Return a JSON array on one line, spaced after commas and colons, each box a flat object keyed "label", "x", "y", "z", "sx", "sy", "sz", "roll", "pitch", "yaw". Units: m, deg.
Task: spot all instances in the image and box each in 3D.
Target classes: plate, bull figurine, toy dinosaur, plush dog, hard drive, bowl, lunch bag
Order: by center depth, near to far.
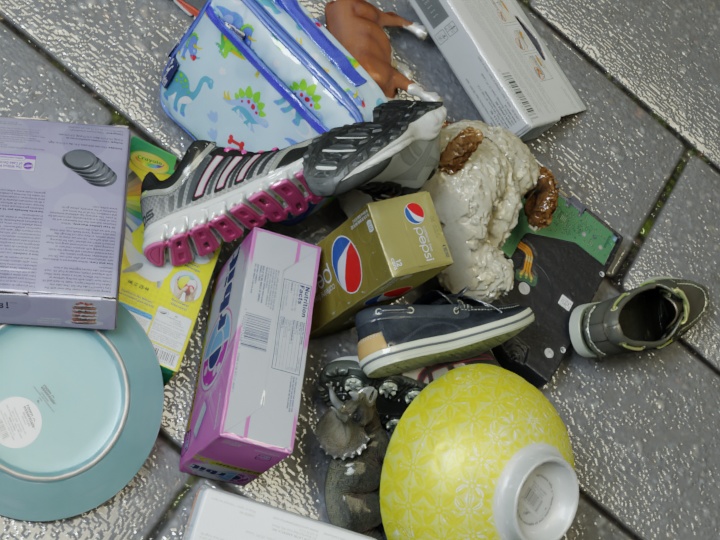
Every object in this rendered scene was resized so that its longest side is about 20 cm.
[{"label": "plate", "x": -0.257, "y": 0.102, "z": 1.170, "sx": 0.198, "sy": 0.026, "sz": 0.202, "roll": 3, "pitch": 82, "yaw": -18}, {"label": "bowl", "x": 0.125, "y": 0.188, "z": 1.248, "sx": 0.199, "sy": 0.107, "sz": 0.202, "roll": -7, "pitch": 101, "yaw": -38}, {"label": "toy dinosaur", "x": 0.004, "y": 0.189, "z": 1.269, "sx": 0.101, "sy": 0.077, "sz": 0.202, "roll": -2, "pitch": 102, "yaw": -23}, {"label": "lunch bag", "x": -0.079, "y": -0.157, "z": 1.305, "sx": 0.200, "sy": 0.161, "sz": 0.082, "roll": 47, "pitch": 36, "yaw": 6}, {"label": "plush dog", "x": 0.100, "y": -0.092, "z": 1.374, "sx": 0.199, "sy": 0.161, "sz": 0.172, "roll": 33, "pitch": 33, "yaw": 14}, {"label": "bull figurine", "x": 0.011, "y": -0.195, "z": 1.411, "sx": 0.121, "sy": 0.065, "sz": 0.201, "roll": 18, "pitch": 45, "yaw": -23}, {"label": "hard drive", "x": 0.168, "y": 0.002, "z": 1.440, "sx": 0.139, "sy": 0.038, "sz": 0.201, "roll": 37, "pitch": 59, "yaw": -8}]

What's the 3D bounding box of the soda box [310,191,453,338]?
[{"label": "soda box", "x": 0.000, "y": 0.000, "z": 1.262, "sx": 0.064, "sy": 0.200, "sz": 0.068, "roll": -14, "pitch": 79, "yaw": -29}]

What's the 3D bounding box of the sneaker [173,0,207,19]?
[{"label": "sneaker", "x": -0.152, "y": -0.293, "z": 1.384, "sx": 0.198, "sy": 0.082, "sz": 0.078, "roll": 14, "pitch": 63, "yaw": -20}]

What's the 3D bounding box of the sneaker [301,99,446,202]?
[{"label": "sneaker", "x": 0.020, "y": -0.088, "z": 1.195, "sx": 0.200, "sy": 0.073, "sz": 0.080, "roll": -31, "pitch": 121, "yaw": -57}]

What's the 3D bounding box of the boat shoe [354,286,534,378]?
[{"label": "boat shoe", "x": 0.077, "y": 0.048, "z": 1.287, "sx": 0.199, "sy": 0.075, "sz": 0.063, "roll": -9, "pitch": 71, "yaw": -36}]

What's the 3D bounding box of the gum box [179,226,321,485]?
[{"label": "gum box", "x": -0.094, "y": 0.070, "z": 1.238, "sx": 0.066, "sy": 0.113, "sz": 0.202, "roll": 17, "pitch": 63, "yaw": -18}]

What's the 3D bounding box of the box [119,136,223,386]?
[{"label": "box", "x": -0.188, "y": -0.013, "z": 1.270, "sx": 0.117, "sy": 0.048, "sz": 0.201, "roll": 25, "pitch": 62, "yaw": -13}]

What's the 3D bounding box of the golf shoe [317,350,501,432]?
[{"label": "golf shoe", "x": 0.047, "y": 0.100, "z": 1.330, "sx": 0.198, "sy": 0.077, "sz": 0.089, "roll": 11, "pitch": 47, "yaw": -27}]

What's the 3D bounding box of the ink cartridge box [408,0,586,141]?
[{"label": "ink cartridge box", "x": 0.144, "y": -0.232, "z": 1.519, "sx": 0.201, "sy": 0.043, "sz": 0.173, "roll": 58, "pitch": 28, "yaw": 6}]

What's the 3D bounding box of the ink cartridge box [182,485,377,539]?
[{"label": "ink cartridge box", "x": -0.086, "y": 0.298, "z": 1.191, "sx": 0.161, "sy": 0.050, "sz": 0.202, "roll": 19, "pitch": 80, "yaw": -11}]

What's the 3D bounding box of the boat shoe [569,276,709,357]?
[{"label": "boat shoe", "x": 0.295, "y": 0.046, "z": 1.449, "sx": 0.201, "sy": 0.060, "sz": 0.073, "roll": -13, "pitch": 90, "yaw": -41}]

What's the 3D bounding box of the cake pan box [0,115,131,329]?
[{"label": "cake pan box", "x": -0.292, "y": -0.044, "z": 1.185, "sx": 0.198, "sy": 0.052, "sz": 0.185, "roll": 3, "pitch": 52, "yaw": -10}]

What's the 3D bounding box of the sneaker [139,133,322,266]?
[{"label": "sneaker", "x": -0.106, "y": -0.082, "z": 1.235, "sx": 0.199, "sy": 0.074, "sz": 0.088, "roll": -25, "pitch": 67, "yaw": 6}]
